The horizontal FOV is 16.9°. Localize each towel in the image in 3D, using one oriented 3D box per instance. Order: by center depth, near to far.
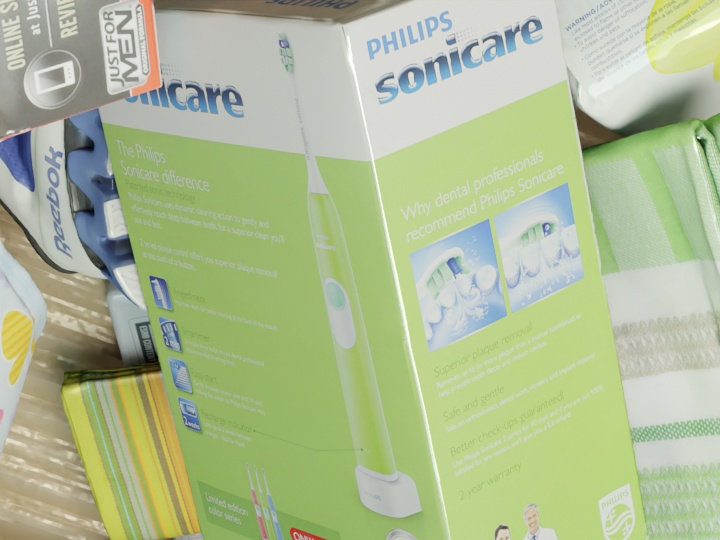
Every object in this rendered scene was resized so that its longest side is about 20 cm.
[{"bbox_3d":[0.097,0.057,0.774,0.149,0.031,0.200,-14,97,55],"label":"towel"},{"bbox_3d":[-0.013,0.060,0.960,0.200,0.018,0.086,-9,125,5],"label":"towel"}]

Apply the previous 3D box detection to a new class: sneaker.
[{"bbox_3d":[-0.103,-0.083,0.858,0.115,0.081,0.200,3,99,48],"label":"sneaker"}]

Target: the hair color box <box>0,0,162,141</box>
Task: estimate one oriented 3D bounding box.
[{"bbox_3d":[-0.140,-0.127,0.774,0.061,0.200,0.102,-20,125,-26],"label":"hair color box"}]

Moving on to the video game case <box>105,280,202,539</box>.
[{"bbox_3d":[0.007,0.075,0.990,0.182,0.024,0.200,-9,119,6],"label":"video game case"}]

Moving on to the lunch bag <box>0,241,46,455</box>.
[{"bbox_3d":[-0.196,0.076,0.867,0.127,0.170,0.200,25,156,-14],"label":"lunch bag"}]

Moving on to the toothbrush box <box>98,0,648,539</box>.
[{"bbox_3d":[0.000,0.000,0.779,0.086,0.146,0.200,-26,112,-33],"label":"toothbrush box"}]

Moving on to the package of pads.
[{"bbox_3d":[0.150,-0.094,0.800,0.154,0.068,0.200,-32,158,18],"label":"package of pads"}]
